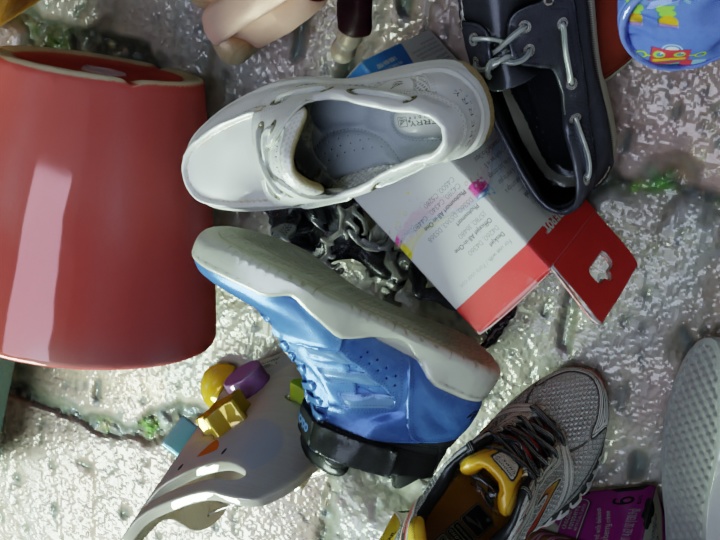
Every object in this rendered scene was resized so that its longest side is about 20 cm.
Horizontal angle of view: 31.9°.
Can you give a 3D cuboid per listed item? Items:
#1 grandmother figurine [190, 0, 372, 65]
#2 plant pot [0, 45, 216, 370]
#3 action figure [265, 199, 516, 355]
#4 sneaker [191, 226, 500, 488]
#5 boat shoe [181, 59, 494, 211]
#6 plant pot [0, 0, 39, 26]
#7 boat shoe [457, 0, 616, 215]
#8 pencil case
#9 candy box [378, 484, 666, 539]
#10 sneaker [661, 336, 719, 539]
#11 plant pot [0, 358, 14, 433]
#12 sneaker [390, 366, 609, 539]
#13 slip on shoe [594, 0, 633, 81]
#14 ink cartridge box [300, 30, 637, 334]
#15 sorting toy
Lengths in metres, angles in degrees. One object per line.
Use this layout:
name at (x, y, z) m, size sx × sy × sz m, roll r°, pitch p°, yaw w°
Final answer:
grandmother figurine at (-0.031, -0.182, 0.752) m, size 0.122 × 0.061 × 0.199 m, roll 55°, pitch 146°, yaw -11°
plant pot at (-0.184, -0.049, 0.842) m, size 0.198 × 0.200 × 0.180 m, roll 14°, pitch 103°, yaw 18°
action figure at (0.000, 0.000, 0.819) m, size 0.199 × 0.102 × 0.120 m, roll 34°, pitch 115°, yaw 6°
sneaker at (-0.026, 0.060, 0.752) m, size 0.198 × 0.077 × 0.112 m, roll 26°, pitch 104°, yaw -15°
boat shoe at (-0.028, -0.069, 0.691) m, size 0.198 × 0.069 × 0.072 m, roll -12°, pitch 105°, yaw 31°
plant pot at (-0.277, -0.226, 0.811) m, size 0.198 × 0.183 × 0.203 m, roll 8°, pitch 110°, yaw 21°
boat shoe at (0.094, -0.121, 0.699) m, size 0.072 × 0.063 × 0.201 m, roll -6°, pitch 126°, yaw 31°
pencil case at (0.150, -0.204, 0.639) m, size 0.077 × 0.087 × 0.202 m, roll -18°, pitch 64°, yaw 20°
candy box at (0.096, 0.210, 0.829) m, size 0.198 × 0.136 × 0.062 m, roll -12°, pitch 108°, yaw 26°
sneaker at (0.248, 0.143, 0.786) m, size 0.103 × 0.075 × 0.203 m, roll 1°, pitch 89°, yaw -13°
plant pot at (-0.348, 0.082, 0.956) m, size 0.199 × 0.200 × 0.198 m, roll 27°, pitch 109°, yaw 12°
sneaker at (0.094, 0.131, 0.779) m, size 0.078 × 0.200 × 0.083 m, roll 37°, pitch 149°, yaw 15°
slip on shoe at (0.155, -0.161, 0.718) m, size 0.199 × 0.061 × 0.074 m, roll -34°, pitch 95°, yaw 30°
ink cartridge box at (0.070, -0.043, 0.764) m, size 0.200 × 0.116 × 0.067 m, roll 48°, pitch 121°, yaw 2°
sorting toy at (-0.077, 0.128, 0.852) m, size 0.198 × 0.180 × 0.108 m, roll -23°, pitch 99°, yaw 28°
